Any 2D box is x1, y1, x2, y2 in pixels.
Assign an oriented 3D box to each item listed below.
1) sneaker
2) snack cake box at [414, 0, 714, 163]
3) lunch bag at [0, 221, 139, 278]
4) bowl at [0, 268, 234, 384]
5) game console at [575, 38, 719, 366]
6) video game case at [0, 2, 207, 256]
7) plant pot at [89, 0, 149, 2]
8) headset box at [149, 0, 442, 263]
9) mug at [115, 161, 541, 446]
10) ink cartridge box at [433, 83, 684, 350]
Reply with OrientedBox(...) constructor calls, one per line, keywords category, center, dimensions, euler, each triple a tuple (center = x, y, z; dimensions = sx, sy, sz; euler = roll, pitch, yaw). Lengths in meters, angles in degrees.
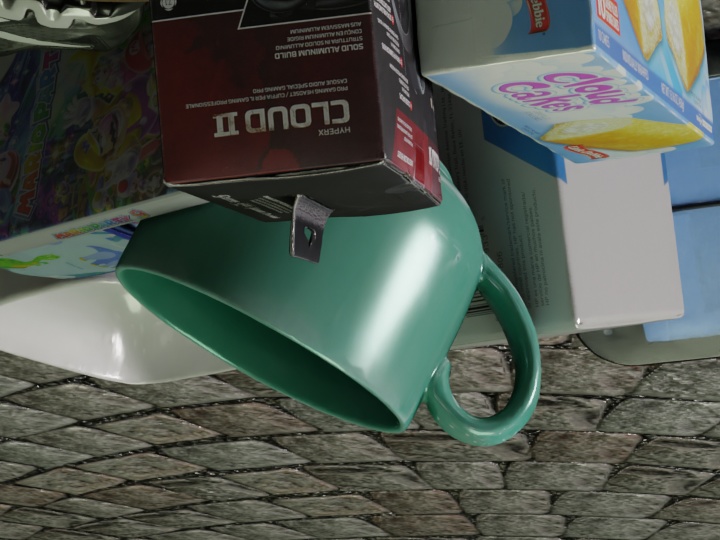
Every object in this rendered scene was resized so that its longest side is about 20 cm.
OrientedBox(category="sneaker", center=(-0.185, -0.133, 0.827), dimensions=(0.199, 0.067, 0.091), euler=(12, 161, -2))
OrientedBox(category="snack cake box", center=(0.083, -0.116, 0.743), dimensions=(0.067, 0.116, 0.200), euler=(-6, 172, 22))
OrientedBox(category="lunch bag", center=(-0.184, -0.058, 1.066), dimensions=(0.160, 0.083, 0.200), euler=(-14, 157, 33))
OrientedBox(category="bowl", center=(-0.158, 0.013, 1.286), dimensions=(0.200, 0.075, 0.199), euler=(-13, 157, 41))
OrientedBox(category="game console", center=(0.195, -0.036, 0.992), dimensions=(0.199, 0.031, 0.177), euler=(-7, 117, 21))
OrientedBox(category="video game case", center=(-0.108, -0.087, 0.861), dimensions=(0.199, 0.144, 0.018), euler=(-13, 153, 37))
OrientedBox(category="plant pot", center=(-0.154, -0.162, 0.679), dimensions=(0.200, 0.093, 0.201), euler=(10, 179, 0))
OrientedBox(category="headset box", center=(-0.022, -0.104, 0.658), dimensions=(0.077, 0.201, 0.149), euler=(-5, 177, 9))
OrientedBox(category="mug", center=(-0.009, -0.003, 0.880), dimensions=(0.185, 0.115, 0.152), euler=(35, 165, -29))
OrientedBox(category="ink cartridge box", center=(0.057, -0.033, 0.964), dimensions=(0.084, 0.145, 0.200), euler=(-3, 175, -41))
